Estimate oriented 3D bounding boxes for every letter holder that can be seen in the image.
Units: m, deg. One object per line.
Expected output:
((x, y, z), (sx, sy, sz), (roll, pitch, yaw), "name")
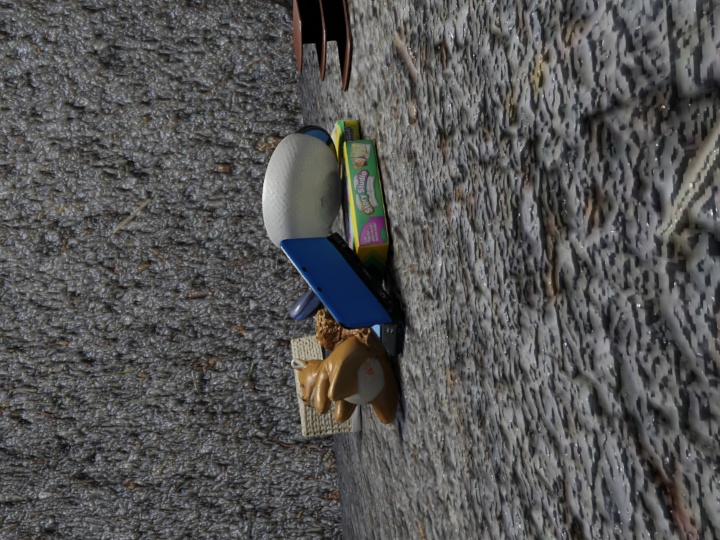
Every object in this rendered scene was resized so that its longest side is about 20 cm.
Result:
((-0.076, -0.448, 1.833), (0.200, 0.098, 0.145), (105, 156, -74), "letter holder")

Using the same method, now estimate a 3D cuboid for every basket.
((-0.088, 0.294, 2.396), (0.199, 0.157, 0.203), (-106, 10, -55), "basket")

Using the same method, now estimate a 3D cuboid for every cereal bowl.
((-0.086, -0.131, 1.599), (0.199, 0.082, 0.205), (10, -90, -67), "cereal bowl")

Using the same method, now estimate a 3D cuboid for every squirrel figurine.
((-0.033, 0.161, 1.611), (0.185, 0.140, 0.204), (-10, 67, 54), "squirrel figurine")

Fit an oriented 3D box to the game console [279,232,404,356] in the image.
((-0.031, 0.046, 1.469), (0.201, 0.117, 0.172), (51, 157, 31), "game console")

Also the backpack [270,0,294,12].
((-0.143, -0.639, 1.861), (0.151, 0.175, 0.203), (-112, 44, -80), "backpack")

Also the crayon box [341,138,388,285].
((0.006, -0.091, 1.583), (0.173, 0.057, 0.204), (99, 165, -63), "crayon box")

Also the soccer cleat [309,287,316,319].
((-0.052, 0.085, 1.845), (0.078, 0.068, 0.202), (-97, -16, -50), "soccer cleat")

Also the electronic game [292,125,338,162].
((-0.100, -0.166, 1.707), (0.199, 0.041, 0.204), (-36, -46, -49), "electronic game")

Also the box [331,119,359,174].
((-0.027, -0.228, 1.824), (0.200, 0.047, 0.120), (-176, 81, -86), "box")

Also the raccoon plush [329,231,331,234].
((-0.117, -0.028, 2.710), (0.135, 0.095, 0.203), (79, -179, -56), "raccoon plush")

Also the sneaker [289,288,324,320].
((-0.053, 0.056, 1.694), (0.083, 0.074, 0.199), (57, -144, 3), "sneaker")

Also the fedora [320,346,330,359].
((-0.050, 0.142, 2.187), (0.201, 0.090, 0.205), (174, 90, -84), "fedora")
